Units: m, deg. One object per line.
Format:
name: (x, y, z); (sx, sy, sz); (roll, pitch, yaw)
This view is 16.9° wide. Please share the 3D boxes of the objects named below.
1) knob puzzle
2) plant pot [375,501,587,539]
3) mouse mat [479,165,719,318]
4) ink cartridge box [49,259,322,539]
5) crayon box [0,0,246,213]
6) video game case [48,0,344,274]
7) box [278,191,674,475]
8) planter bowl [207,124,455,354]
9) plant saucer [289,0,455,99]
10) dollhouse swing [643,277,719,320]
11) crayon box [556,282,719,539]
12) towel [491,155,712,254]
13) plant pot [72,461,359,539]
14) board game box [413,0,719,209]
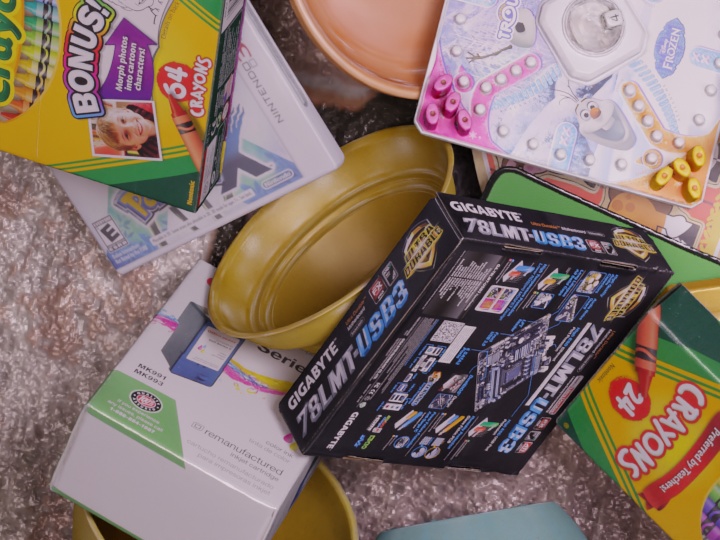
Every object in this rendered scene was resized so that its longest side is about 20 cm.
knob puzzle: (0.166, -0.070, 1.640); (0.218, 0.030, 0.221); (1, 99, 7)
plant pot: (0.086, 0.244, 1.640); (0.199, 0.201, 0.162); (-11, 82, 11)
mouse mat: (0.153, 0.031, 1.657); (0.199, 0.008, 0.162); (24, 118, -2)
ink cartridge box: (-0.096, 0.100, 1.636); (0.145, 0.200, 0.088); (29, 124, 4)
crayon box: (-0.168, -0.156, 1.601); (0.172, 0.058, 0.201); (17, 124, 9)
video game case: (-0.137, -0.110, 1.667); (0.199, 0.022, 0.183); (-24, 106, 29)
box: (0.077, 0.047, 1.587); (0.200, 0.198, 0.050); (-55, 48, 29)
planter bowl: (0.000, 0.000, 1.640); (0.200, 0.201, 0.084); (-32, 117, 12)
plant saucer: (0.033, -0.213, 1.620); (0.199, 0.037, 0.202); (1, 88, -24)
dollhouse swing: (0.297, 0.099, 1.577); (0.175, 0.182, 0.201); (-13, 111, -9)
crayon box: (0.237, 0.123, 1.578); (0.200, 0.051, 0.127); (44, 132, 11)
towel: (0.166, -0.047, 1.670); (0.143, 0.023, 0.201); (-7, 98, 8)
plant pot: (-0.117, 0.210, 1.683); (0.199, 0.200, 0.142); (29, 128, 5)
board game box: (0.154, -0.162, 1.603); (0.199, 0.026, 0.201); (15, 81, -3)
